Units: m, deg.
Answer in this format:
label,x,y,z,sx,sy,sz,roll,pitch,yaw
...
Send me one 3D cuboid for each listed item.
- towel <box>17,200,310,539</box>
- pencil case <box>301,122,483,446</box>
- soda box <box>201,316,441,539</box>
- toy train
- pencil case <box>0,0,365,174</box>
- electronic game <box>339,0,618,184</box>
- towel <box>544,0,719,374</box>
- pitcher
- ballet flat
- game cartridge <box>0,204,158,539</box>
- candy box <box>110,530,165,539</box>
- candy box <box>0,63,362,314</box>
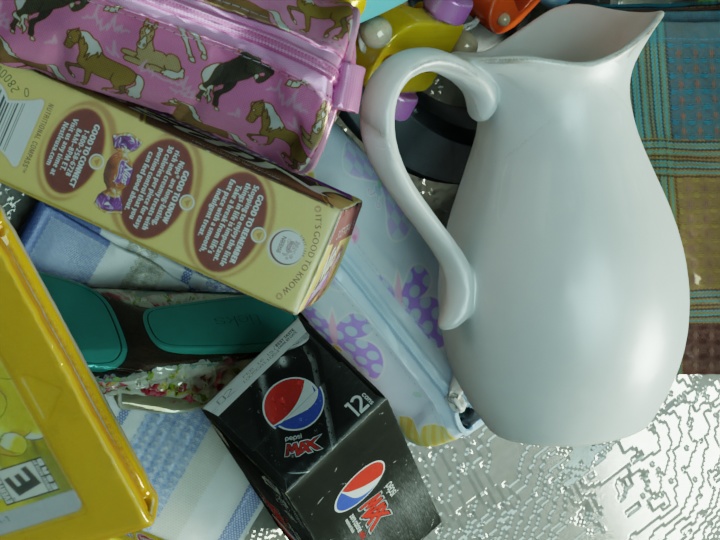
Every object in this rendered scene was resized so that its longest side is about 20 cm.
label,x,y,z,sx,sy,sz,roll,pitch,yaw
towel,-0.115,0.061,1.309,0.200,0.024,0.147,28,91,-31
pencil case,0.000,0.000,1.305,0.083,0.091,0.200,-30,116,22
soda box,-0.015,0.099,1.289,0.071,0.063,0.200,-43,158,-9
toy train,0.035,-0.154,1.208,0.150,0.056,0.200,-48,156,-2
pencil case,-0.096,-0.108,1.103,0.200,0.087,0.083,20,121,-10
electronic game,0.052,-0.143,1.306,0.200,0.042,0.200,0,89,-34
towel,0.173,-0.039,1.303,0.147,0.022,0.200,-1,111,16
pitcher,0.076,-0.017,1.229,0.172,0.121,0.200,-12,105,-32
ballet flat,-0.120,0.043,1.251,0.200,0.076,0.064,7,131,-24
game cartridge,-0.219,0.075,1.196,0.200,0.032,0.176,-19,117,13
candy box,-0.135,0.177,1.320,0.200,0.026,0.102,26,104,-31
candy box,-0.103,-0.046,1.176,0.200,0.117,0.056,23,95,4
